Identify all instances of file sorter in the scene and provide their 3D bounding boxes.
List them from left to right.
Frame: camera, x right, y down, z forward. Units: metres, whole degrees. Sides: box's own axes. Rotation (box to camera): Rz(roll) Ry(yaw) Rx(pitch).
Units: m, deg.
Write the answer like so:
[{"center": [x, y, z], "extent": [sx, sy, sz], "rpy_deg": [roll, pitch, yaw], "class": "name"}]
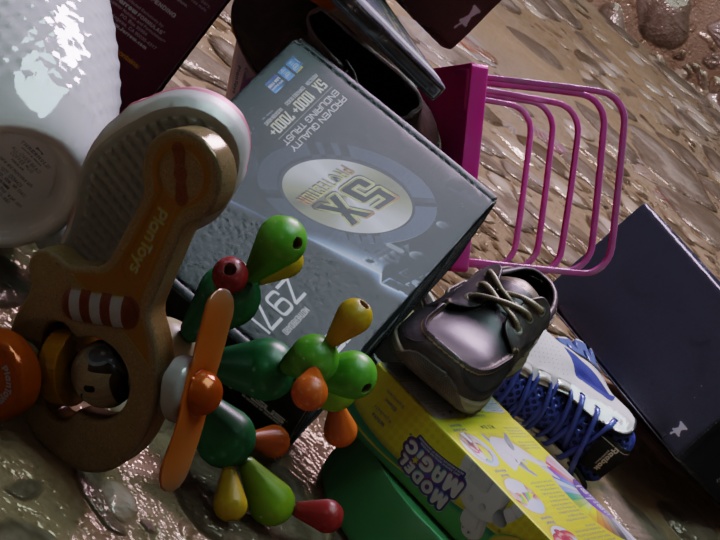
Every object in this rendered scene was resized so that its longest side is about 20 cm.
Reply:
[{"center": [0.096, -0.067, 1.603], "extent": [0.125, 0.139, 0.200], "rpy_deg": [6, 1, -17], "class": "file sorter"}]

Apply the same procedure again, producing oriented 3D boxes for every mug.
[{"center": [-0.203, -0.084, 1.331], "extent": [0.176, 0.147, 0.200], "rpy_deg": [-105, 171, -49], "class": "mug"}]

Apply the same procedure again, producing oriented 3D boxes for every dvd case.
[{"center": [-0.021, -0.203, 1.481], "extent": [0.149, 0.016, 0.200], "rpy_deg": [42, 11, -32], "class": "dvd case"}]

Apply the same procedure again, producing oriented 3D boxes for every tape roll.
[{"center": [0.069, 0.163, 1.382], "extent": [0.200, 0.048, 0.201], "rpy_deg": [34, 18, -13], "class": "tape roll"}]

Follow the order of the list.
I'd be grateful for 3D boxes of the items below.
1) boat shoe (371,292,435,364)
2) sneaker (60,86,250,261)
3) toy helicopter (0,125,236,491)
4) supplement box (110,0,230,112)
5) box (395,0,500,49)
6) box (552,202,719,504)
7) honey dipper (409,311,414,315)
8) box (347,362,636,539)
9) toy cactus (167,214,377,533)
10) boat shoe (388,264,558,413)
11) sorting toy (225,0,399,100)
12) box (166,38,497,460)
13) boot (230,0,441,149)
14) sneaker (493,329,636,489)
[{"center": [0.000, 0.000, 1.538], "extent": [0.201, 0.072, 0.061], "rpy_deg": [61, -1, 8], "class": "boat shoe"}, {"center": [-0.104, -0.063, 1.203], "extent": [0.075, 0.200, 0.105], "rpy_deg": [28, 54, -8], "class": "sneaker"}, {"center": [-0.110, 0.019, 1.129], "extent": [0.132, 0.200, 0.079], "rpy_deg": [38, 28, 19], "class": "toy helicopter"}, {"center": [-0.139, -0.206, 1.622], "extent": [0.086, 0.200, 0.110], "rpy_deg": [37, 18, -7], "class": "supplement box"}, {"center": [0.035, -0.298, 1.580], "extent": [0.200, 0.164, 0.166], "rpy_deg": [49, 6, 23], "class": "box"}, {"center": [0.273, 0.082, 1.798], "extent": [0.197, 0.117, 0.200], "rpy_deg": [53, 8, 36], "class": "box"}, {"center": [0.080, 0.103, 1.493], "extent": [0.200, 0.038, 0.038], "rpy_deg": [54, 19, 2], "class": "honey dipper"}, {"center": [0.089, 0.136, 1.333], "extent": [0.200, 0.048, 0.117], "rpy_deg": [43, 17, 23], "class": "box"}, {"center": [-0.074, 0.060, 1.212], "extent": [0.165, 0.200, 0.102], "rpy_deg": [7, 44, 8], "class": "toy cactus"}, {"center": [0.074, 0.030, 1.376], "extent": [0.074, 0.073, 0.200], "rpy_deg": [38, 16, 5], "class": "boat shoe"}, {"center": [-0.018, -0.112, 1.653], "extent": [0.107, 0.200, 0.180], "rpy_deg": [-5, 30, -33], "class": "sorting toy"}, {"center": [-0.044, -0.016, 1.362], "extent": [0.164, 0.086, 0.200], "rpy_deg": [40, 56, 6], "class": "box"}, {"center": [-0.020, -0.146, 1.493], "extent": [0.200, 0.072, 0.166], "rpy_deg": [46, -8, 15], "class": "boot"}, {"center": [0.142, 0.095, 1.640], "extent": [0.199, 0.081, 0.115], "rpy_deg": [20, 24, -50], "class": "sneaker"}]
